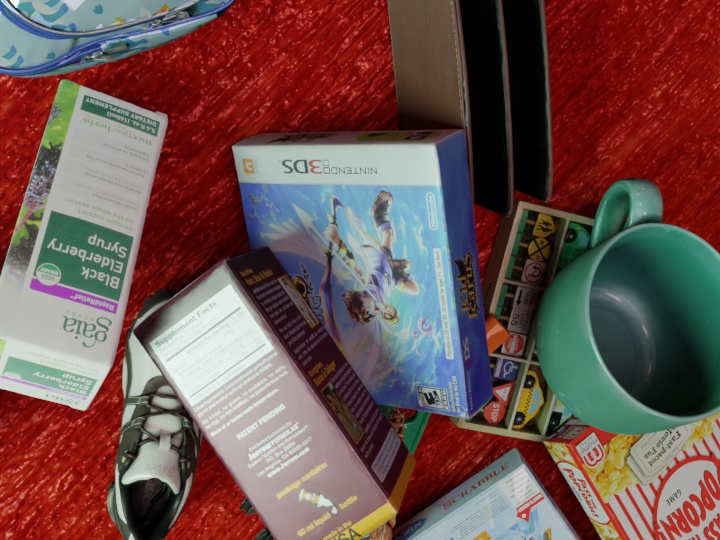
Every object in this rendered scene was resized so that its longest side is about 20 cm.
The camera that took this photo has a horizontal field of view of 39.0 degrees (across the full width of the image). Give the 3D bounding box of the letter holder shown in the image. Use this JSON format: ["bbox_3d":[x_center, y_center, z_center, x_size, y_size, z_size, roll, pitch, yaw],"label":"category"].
[{"bbox_3d":[0.092,-0.141,0.756,0.099,0.142,0.203,-10,105,-13],"label":"letter holder"}]

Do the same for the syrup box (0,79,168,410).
[{"bbox_3d":[-0.192,-0.018,0.680,0.078,0.081,0.202,17,56,-19],"label":"syrup box"}]

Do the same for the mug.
[{"bbox_3d":[0.223,0.040,0.817,0.151,0.114,0.186,34,65,-6],"label":"mug"}]

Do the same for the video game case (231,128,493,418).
[{"bbox_3d":[0.000,0.000,0.749,0.045,0.180,0.203,-29,117,-49],"label":"video game case"}]

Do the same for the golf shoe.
[{"bbox_3d":[-0.147,0.118,0.776,0.077,0.094,0.203,5,100,-16],"label":"golf shoe"}]

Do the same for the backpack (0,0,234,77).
[{"bbox_3d":[-0.194,-0.221,0.653,0.198,0.147,0.185,-23,106,-7],"label":"backpack"}]

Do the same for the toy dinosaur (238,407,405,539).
[{"bbox_3d":[-0.021,0.206,0.829,0.135,0.102,0.202,26,75,-18],"label":"toy dinosaur"}]

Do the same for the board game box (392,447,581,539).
[{"bbox_3d":[0.112,0.291,0.887,0.199,0.041,0.200,-34,101,6],"label":"board game box"}]

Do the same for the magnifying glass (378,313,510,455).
[{"bbox_3d":[0.044,0.111,0.853,0.200,0.022,0.080,-42,104,8],"label":"magnifying glass"}]

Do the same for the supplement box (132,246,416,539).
[{"bbox_3d":[-0.055,0.091,0.710,0.085,0.110,0.201,-35,90,11],"label":"supplement box"}]

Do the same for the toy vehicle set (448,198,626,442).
[{"bbox_3d":[0.160,0.048,0.882,0.123,0.027,0.203,11,100,-18],"label":"toy vehicle set"}]

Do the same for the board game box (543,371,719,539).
[{"bbox_3d":[0.272,0.191,0.890,0.151,0.046,0.201,-34,97,-21],"label":"board game box"}]
